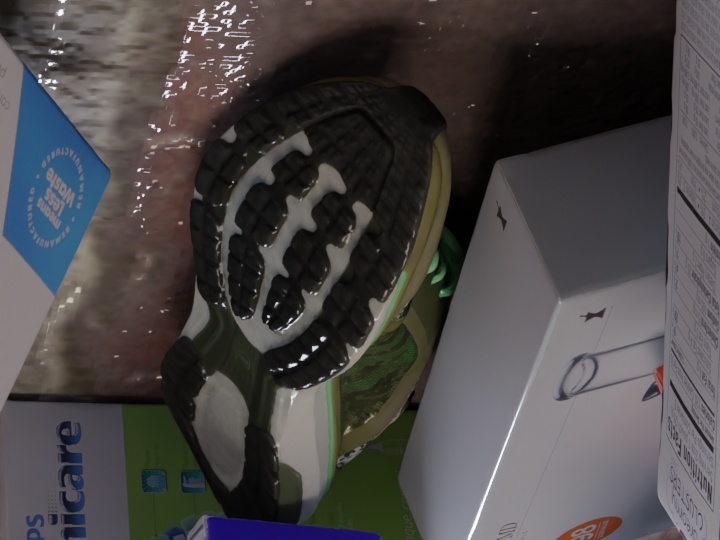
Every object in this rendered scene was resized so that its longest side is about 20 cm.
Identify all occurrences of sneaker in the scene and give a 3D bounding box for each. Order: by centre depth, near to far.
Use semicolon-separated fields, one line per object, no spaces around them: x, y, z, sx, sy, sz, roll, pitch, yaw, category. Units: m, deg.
0.000;0.000;0.804;0.089;0.077;0.200;-28;160;-29;sneaker

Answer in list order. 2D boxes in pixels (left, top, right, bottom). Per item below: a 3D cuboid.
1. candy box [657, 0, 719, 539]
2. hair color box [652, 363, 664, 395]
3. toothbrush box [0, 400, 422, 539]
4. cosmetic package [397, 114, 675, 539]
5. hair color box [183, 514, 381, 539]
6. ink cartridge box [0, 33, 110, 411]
0.161;-0.026;0.643;0.168;0.072;0.200;-3;109;-7;candy box
0.187;0.020;0.759;0.200;0.061;0.102;-28;156;1;hair color box
-0.036;0.116;0.963;0.200;0.086;0.146;4;149;-14;toothbrush box
0.100;0.019;0.813;0.151;0.052;0.200;-14;153;-15;cosmetic package
-0.053;0.171;0.861;0.065;0.109;0.200;7;145;-21;hair color box
-0.146;0.030;0.659;0.068;0.200;0.116;14;160;26;ink cartridge box
